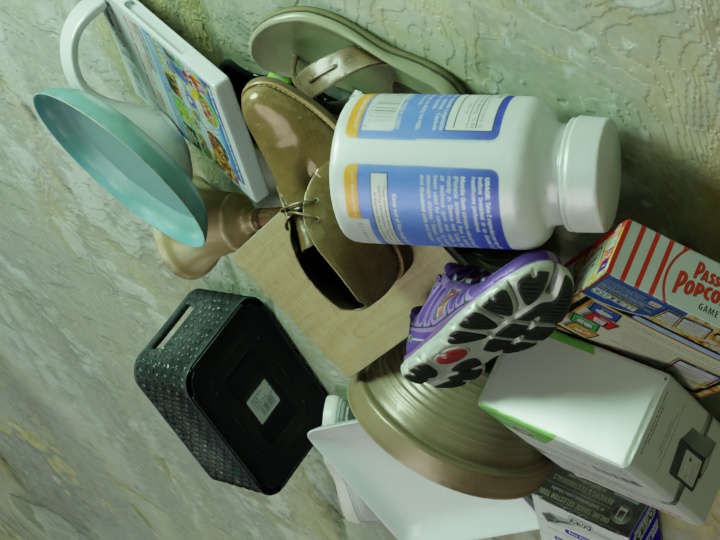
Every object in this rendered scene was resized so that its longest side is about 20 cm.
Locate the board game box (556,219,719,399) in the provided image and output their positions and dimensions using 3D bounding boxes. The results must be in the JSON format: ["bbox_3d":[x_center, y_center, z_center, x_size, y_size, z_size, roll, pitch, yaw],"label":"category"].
[{"bbox_3d":[0.227,0.034,1.229,0.150,0.047,0.200,26,166,-4],"label":"board game box"}]

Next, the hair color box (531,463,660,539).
[{"bbox_3d":[0.241,0.273,1.640,0.109,0.065,0.201,22,151,28],"label":"hair color box"}]

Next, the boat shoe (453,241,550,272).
[{"bbox_3d":[0.072,-0.020,1.378,0.199,0.076,0.074,18,150,35],"label":"boat shoe"}]

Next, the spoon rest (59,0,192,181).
[{"bbox_3d":[-0.212,-0.145,1.474,0.099,0.060,0.201,27,148,58],"label":"spoon rest"}]

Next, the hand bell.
[{"bbox_3d":[-0.087,-0.050,1.539,0.198,0.105,0.104,-5,133,35],"label":"hand bell"}]

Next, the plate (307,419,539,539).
[{"bbox_3d":[0.072,0.211,1.739,0.199,0.032,0.200,-19,122,40],"label":"plate"}]

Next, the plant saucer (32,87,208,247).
[{"bbox_3d":[-0.208,-0.097,1.466,0.199,0.027,0.200,37,166,11],"label":"plant saucer"}]

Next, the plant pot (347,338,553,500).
[{"bbox_3d":[0.095,0.107,1.474,0.200,0.201,0.093,31,116,13],"label":"plant pot"}]

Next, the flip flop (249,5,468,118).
[{"bbox_3d":[-0.007,-0.147,1.293,0.199,0.058,0.081,27,151,20],"label":"flip flop"}]

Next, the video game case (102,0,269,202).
[{"bbox_3d":[-0.157,-0.160,1.429,0.200,0.018,0.144,42,160,36],"label":"video game case"}]

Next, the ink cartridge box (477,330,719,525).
[{"bbox_3d":[0.208,0.128,1.359,0.145,0.085,0.200,21,171,34],"label":"ink cartridge box"}]

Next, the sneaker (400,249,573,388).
[{"bbox_3d":[0.086,0.024,1.257,0.080,0.084,0.200,9,155,-28],"label":"sneaker"}]

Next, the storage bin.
[{"bbox_3d":[-0.136,0.132,1.790,0.093,0.136,0.201,7,140,45],"label":"storage bin"}]

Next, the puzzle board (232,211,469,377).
[{"bbox_3d":[-0.006,-0.004,1.376,0.151,0.017,0.200,46,137,-5],"label":"puzzle board"}]

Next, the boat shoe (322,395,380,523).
[{"bbox_3d":[0.003,0.215,1.838,0.068,0.072,0.201,-2,129,14],"label":"boat shoe"}]

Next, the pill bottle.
[{"bbox_3d":[0.086,-0.072,1.208,0.198,0.113,0.113,4,141,20],"label":"pill bottle"}]

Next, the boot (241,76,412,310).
[{"bbox_3d":[-0.036,-0.058,1.286,0.073,0.076,0.201,-20,110,46],"label":"boot"}]

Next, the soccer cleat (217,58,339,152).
[{"bbox_3d":[-0.049,-0.126,1.369,0.199,0.068,0.081,19,147,37],"label":"soccer cleat"}]
